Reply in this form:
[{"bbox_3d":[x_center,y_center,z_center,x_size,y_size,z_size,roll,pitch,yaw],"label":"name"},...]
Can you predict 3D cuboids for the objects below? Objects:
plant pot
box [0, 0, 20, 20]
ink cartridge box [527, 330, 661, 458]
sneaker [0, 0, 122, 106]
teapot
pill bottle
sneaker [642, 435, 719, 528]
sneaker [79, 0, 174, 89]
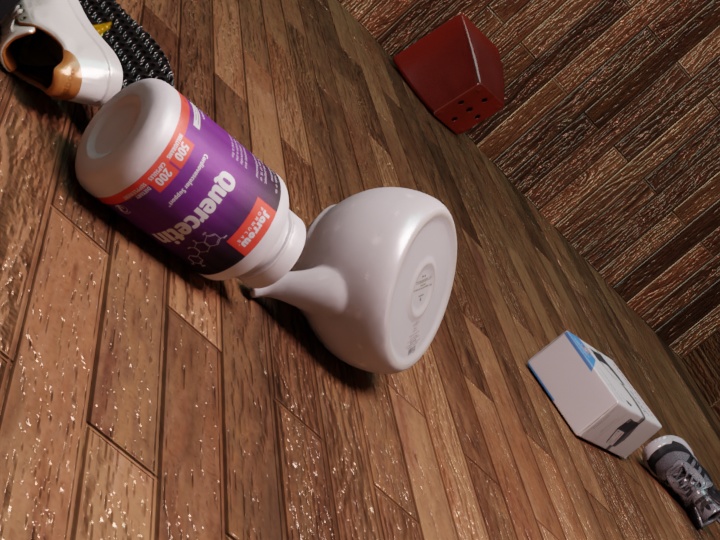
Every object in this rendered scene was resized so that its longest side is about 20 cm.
[{"bbox_3d":[0.226,-0.440,3.323,0.200,0.200,0.177,31,33,-53],"label":"plant pot"},{"bbox_3d":[-0.342,-0.296,1.153,0.200,0.141,0.079,30,21,-55],"label":"box"},{"bbox_3d":[0.359,0.191,2.172,0.200,0.084,0.145,29,23,-56],"label":"ink cartridge box"},{"bbox_3d":[-0.291,-0.219,1.254,0.085,0.073,0.200,-4,41,-48],"label":"sneaker"},{"bbox_3d":[0.000,0.000,1.417,0.146,0.198,0.200,16,-26,24],"label":"teapot"},{"bbox_3d":[-0.140,-0.067,1.224,0.200,0.112,0.113,39,17,-36],"label":"pill bottle"},{"bbox_3d":[0.539,0.349,2.328,0.200,0.075,0.114,41,12,-40],"label":"sneaker"},{"bbox_3d":[-0.234,-0.188,1.326,0.200,0.070,0.090,53,-28,22],"label":"sneaker"}]
